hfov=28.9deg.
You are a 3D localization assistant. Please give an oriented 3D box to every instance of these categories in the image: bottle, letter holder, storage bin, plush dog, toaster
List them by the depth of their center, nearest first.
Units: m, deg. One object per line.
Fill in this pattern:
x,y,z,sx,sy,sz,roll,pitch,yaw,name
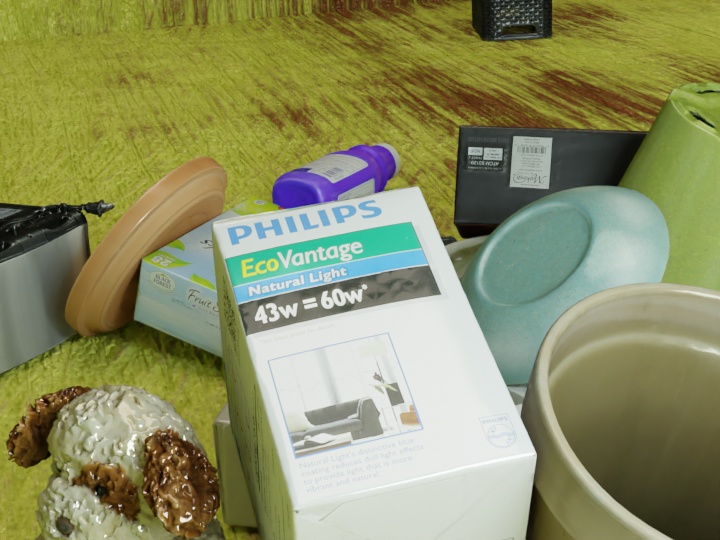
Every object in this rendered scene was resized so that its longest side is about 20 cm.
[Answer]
-0.125,0.148,0.791,0.199,0.173,0.160,13,24,39,plush dog
-0.353,0.009,1.291,0.199,0.120,0.181,5,22,28,toaster
0.201,-0.082,1.434,0.198,0.102,0.142,3,-6,8,letter holder
-0.021,-0.104,1.647,0.083,0.066,0.200,10,23,29,bottle
0.291,-0.509,2.703,0.134,0.095,0.200,-4,20,-2,storage bin

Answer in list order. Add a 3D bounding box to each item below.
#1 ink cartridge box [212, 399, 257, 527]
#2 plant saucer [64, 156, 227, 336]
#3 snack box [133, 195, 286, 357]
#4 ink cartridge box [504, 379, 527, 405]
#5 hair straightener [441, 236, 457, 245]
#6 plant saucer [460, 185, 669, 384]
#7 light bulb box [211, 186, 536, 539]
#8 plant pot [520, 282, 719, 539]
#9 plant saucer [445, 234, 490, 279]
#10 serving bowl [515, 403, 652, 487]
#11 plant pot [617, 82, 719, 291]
-0.010,0.108,1.021,0.145,0.085,0.200,2,21,12,ink cartridge box
-0.189,-0.017,1.279,0.032,0.201,0.200,40,31,8,plant saucer
-0.080,0.014,1.271,0.168,0.068,0.200,21,28,18,snack box
0.156,0.091,1.106,0.099,0.040,0.200,-18,23,-26,ink cartridge box
0.005,-0.008,1.431,0.198,0.041,0.077,-9,20,-3,hair straightener
0.146,-0.002,1.112,0.200,0.039,0.202,-28,36,23,plant saucer
0.000,0.097,0.777,0.124,0.199,0.201,-10,47,-11,light bulb box
0.165,0.137,0.739,0.198,0.174,0.201,8,38,-7,plant pot
0.153,0.017,1.305,0.198,0.051,0.200,-2,19,1,plant saucer
0.146,0.116,0.908,0.198,0.066,0.200,-14,-2,-1,serving bowl
0.287,-0.047,1.176,0.198,0.191,0.201,10,32,-7,plant pot
